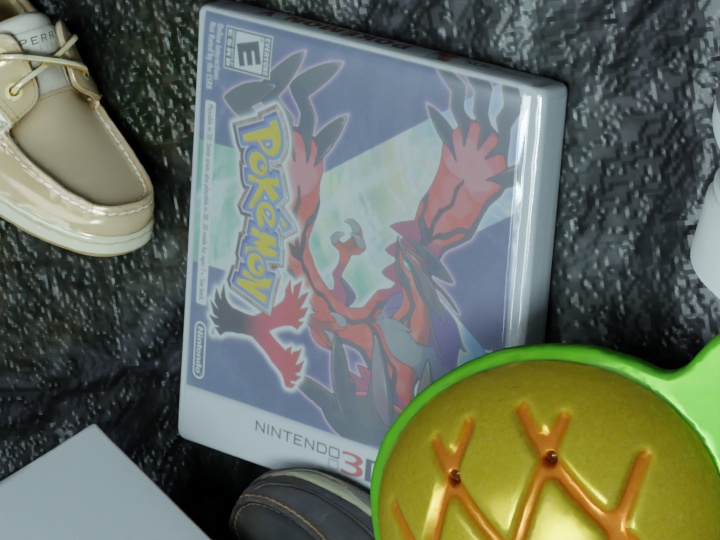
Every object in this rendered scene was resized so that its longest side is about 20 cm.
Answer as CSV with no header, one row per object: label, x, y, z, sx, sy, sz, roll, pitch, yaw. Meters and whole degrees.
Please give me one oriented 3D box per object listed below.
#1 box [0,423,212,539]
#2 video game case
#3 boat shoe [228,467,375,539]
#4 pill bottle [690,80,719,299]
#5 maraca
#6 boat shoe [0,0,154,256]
box,-0.124,0.188,1.331,0.124,0.097,0.201,42,145,22
video game case,0.000,0.000,1.273,0.182,0.023,0.201,17,111,34
boat shoe,0.010,0.162,1.263,0.200,0.073,0.075,41,142,23
pill bottle,0.189,-0.078,1.045,0.114,0.114,0.201,31,119,28
maraca,0.096,0.091,1.171,0.199,0.107,0.138,-13,101,25
boat shoe,-0.160,-0.088,1.343,0.200,0.074,0.069,44,130,22
